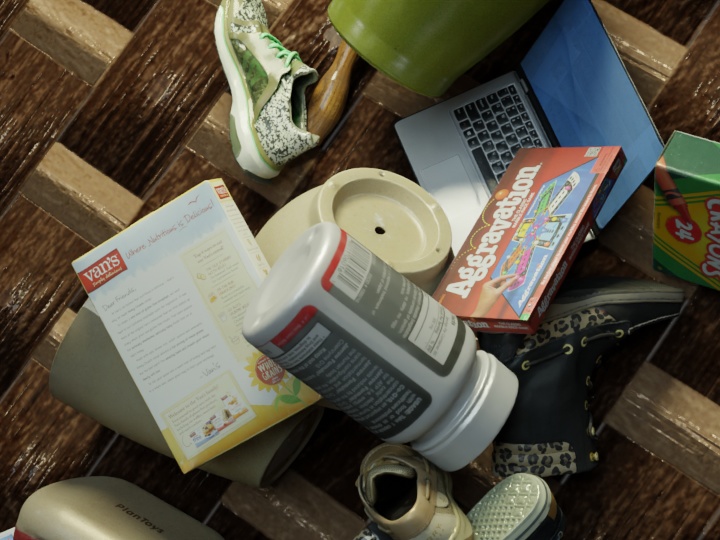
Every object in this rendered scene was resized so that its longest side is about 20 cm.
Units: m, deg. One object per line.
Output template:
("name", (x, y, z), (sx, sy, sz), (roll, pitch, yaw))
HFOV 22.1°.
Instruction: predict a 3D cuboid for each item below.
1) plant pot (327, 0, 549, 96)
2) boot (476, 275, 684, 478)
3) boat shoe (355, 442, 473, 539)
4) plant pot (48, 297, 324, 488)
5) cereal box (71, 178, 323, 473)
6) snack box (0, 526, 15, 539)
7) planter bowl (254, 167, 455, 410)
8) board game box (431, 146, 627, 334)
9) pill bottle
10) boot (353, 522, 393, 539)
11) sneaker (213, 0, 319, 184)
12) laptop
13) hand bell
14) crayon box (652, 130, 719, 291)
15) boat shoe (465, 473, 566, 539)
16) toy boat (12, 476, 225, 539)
("plant pot", (0.074, -0.264, 1.611), (0.200, 0.200, 0.193), (49, 112, 26))
("boot", (0.185, 0.087, 1.549), (0.073, 0.199, 0.151), (13, 109, 58))
("boat shoe", (0.033, 0.173, 1.471), (0.071, 0.065, 0.200), (-44, 20, -2))
("plant pot", (-0.137, 0.096, 1.620), (0.200, 0.187, 0.188), (37, 85, 12))
("cereal box", (-0.129, 0.045, 1.507), (0.144, 0.040, 0.201), (-29, 87, 18))
("snack box", (-0.309, 0.335, 1.661), (0.072, 0.024, 0.201), (-23, 66, 10))
("planter bowl", (0.000, 0.000, 1.562), (0.199, 0.135, 0.201), (12, 45, -12))
("board game box", (0.136, -0.028, 1.518), (0.103, 0.019, 0.200), (1, 46, 38))
("pill bottle", (0.017, 0.063, 1.438), (0.200, 0.114, 0.114), (37, 84, -15))
("boot", (0.076, 0.258, 1.530), (0.200, 0.073, 0.151), (-41, 63, 5))
("sneaker", (-0.077, -0.185, 1.736), (0.088, 0.077, 0.201), (-17, 75, 24))
("laptop", (0.142, -0.115, 1.619), (0.199, 0.116, 0.188), (-23, 65, 2))
("hand bell", (-0.007, -0.212, 1.735), (0.104, 0.104, 0.201), (22, 92, 24))
("crayon box", (0.340, -0.030, 1.516), (0.199, 0.127, 0.051), (18, 51, 23))
("boat shoe", (0.081, 0.241, 1.451), (0.200, 0.062, 0.075), (-42, 39, 9))
("toy boat", (-0.215, 0.269, 1.616), (0.199, 0.130, 0.131), (26, 110, 24))
